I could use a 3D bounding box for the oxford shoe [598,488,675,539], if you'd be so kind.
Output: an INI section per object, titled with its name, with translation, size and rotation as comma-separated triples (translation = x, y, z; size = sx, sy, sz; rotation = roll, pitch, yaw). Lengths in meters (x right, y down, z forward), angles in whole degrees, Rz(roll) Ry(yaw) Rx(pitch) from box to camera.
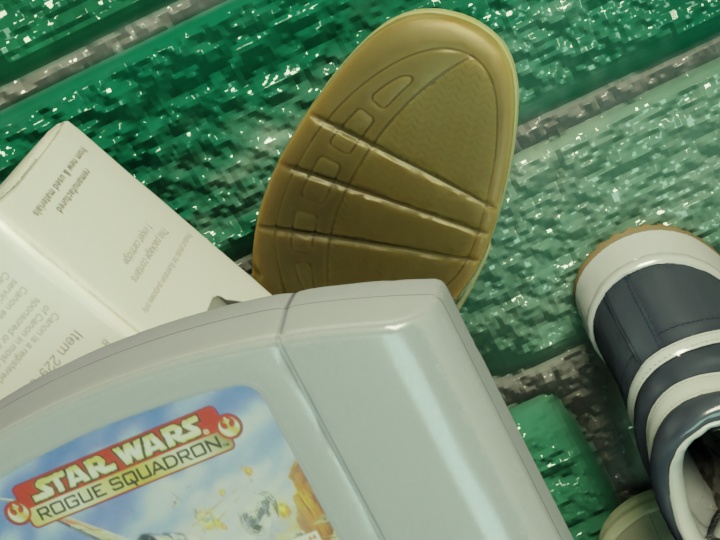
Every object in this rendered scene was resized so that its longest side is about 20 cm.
[oxford shoe]
translation = 0.147, 0.165, 0.935
size = 0.075, 0.058, 0.201
rotation = -28, 130, 4

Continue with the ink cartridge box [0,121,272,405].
[ink cartridge box]
translation = -0.069, 0.077, 0.746
size = 0.200, 0.086, 0.148
rotation = 40, 114, -10

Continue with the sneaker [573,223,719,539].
[sneaker]
translation = 0.158, 0.072, 0.832
size = 0.199, 0.109, 0.070
rotation = 33, 114, -32

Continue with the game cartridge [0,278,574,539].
[game cartridge]
translation = -0.046, 0.083, 0.680
size = 0.199, 0.042, 0.134
rotation = -23, 112, 17

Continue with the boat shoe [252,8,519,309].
[boat shoe]
translation = 0.002, 0.002, 0.780
size = 0.073, 0.063, 0.202
rotation = 17, 117, 4
